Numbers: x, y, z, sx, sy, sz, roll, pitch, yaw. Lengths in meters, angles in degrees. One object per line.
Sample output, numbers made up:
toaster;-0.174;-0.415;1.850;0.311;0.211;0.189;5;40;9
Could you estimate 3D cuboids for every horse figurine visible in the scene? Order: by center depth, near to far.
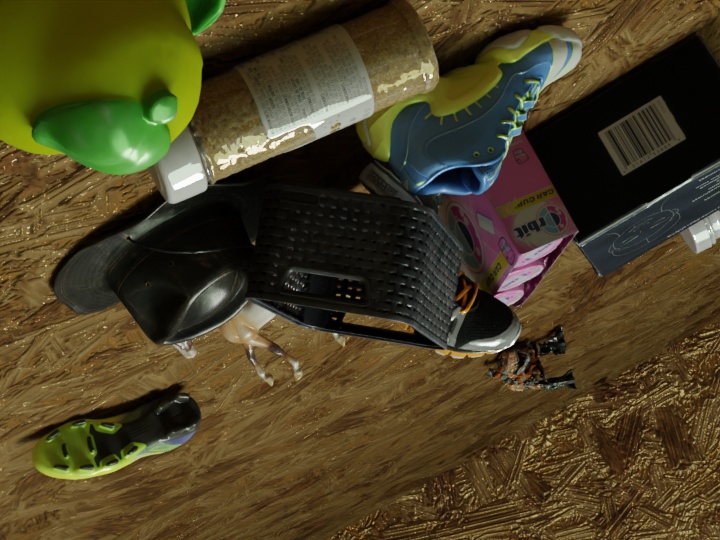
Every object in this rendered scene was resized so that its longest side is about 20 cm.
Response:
horse figurine;-0.077;0.037;1.345;0.200;0.132;0.050;-35;-154;26

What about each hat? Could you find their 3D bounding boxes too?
hat;-0.138;0.008;1.162;0.200;0.081;0.201;-26;165;-7

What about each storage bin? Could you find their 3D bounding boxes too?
storage bin;0.000;0.000;1.178;0.134;0.094;0.200;9;172;14

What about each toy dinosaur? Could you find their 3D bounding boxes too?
toy dinosaur;0.270;0.153;2.343;0.135;0.103;0.200;-13;-177;4

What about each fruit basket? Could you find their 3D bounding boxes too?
fruit basket;-0.130;-0.107;0.593;0.215;0.217;0.156;-20;163;-24

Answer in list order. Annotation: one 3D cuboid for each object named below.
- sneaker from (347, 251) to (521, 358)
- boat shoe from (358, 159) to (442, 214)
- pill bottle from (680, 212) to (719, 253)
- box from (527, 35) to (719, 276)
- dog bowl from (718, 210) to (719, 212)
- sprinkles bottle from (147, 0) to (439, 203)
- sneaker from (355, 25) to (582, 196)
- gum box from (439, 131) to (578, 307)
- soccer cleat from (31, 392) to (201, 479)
sneaker;0.061;0.014;1.357;0.077;0.199;0.078;116;-1;-47
boat shoe;0.045;-0.077;1.240;0.066;0.070;0.200;-50;167;1
pill bottle;0.483;-0.104;1.794;0.199;0.109;0.109;-28;164;3
box;0.282;-0.104;1.428;0.199;0.124;0.197;-31;163;9
dog bowl;0.445;-0.128;1.538;0.058;0.201;0.200;23;142;-18
sprinkles bottle;-0.049;-0.113;0.953;0.199;0.069;0.068;-25;164;-12
sneaker;0.099;-0.114;1.126;0.199;0.106;0.076;-23;164;-14
gum box;0.129;-0.036;1.408;0.066;0.114;0.200;-22;164;-18
soccer cleat;-0.261;0.185;1.554;0.199;0.065;0.084;-16;163;-37
